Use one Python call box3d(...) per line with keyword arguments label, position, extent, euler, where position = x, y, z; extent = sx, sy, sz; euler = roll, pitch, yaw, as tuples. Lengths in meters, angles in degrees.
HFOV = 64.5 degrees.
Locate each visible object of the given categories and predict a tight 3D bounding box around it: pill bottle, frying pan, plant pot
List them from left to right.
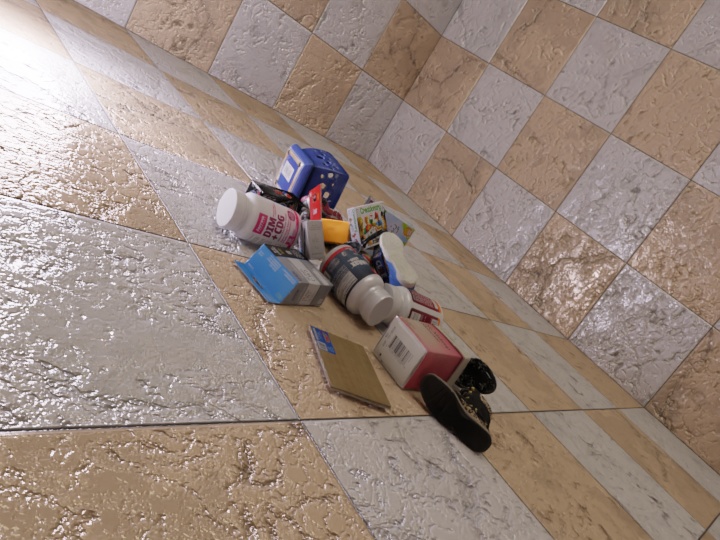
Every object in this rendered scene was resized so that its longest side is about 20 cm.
box3d(label="pill bottle", position=(-0.253, -0.125, 1.428), extent=(0.197, 0.115, 0.114), euler=(20, 21, -42))
box3d(label="plant pot", position=(-0.180, -0.307, 1.964), extent=(0.176, 0.204, 0.201), euler=(14, 25, -37))
box3d(label="frying pan", position=(-0.021, -0.067, 1.682), extent=(0.114, 0.188, 0.032), euler=(22, -34, 53))
box3d(label="pill bottle", position=(-0.008, 0.040, 1.464), extent=(0.200, 0.121, 0.118), euler=(45, 19, 30))
box3d(label="pill bottle", position=(0.124, 0.110, 1.547), extent=(0.197, 0.116, 0.115), euler=(23, 19, -38))

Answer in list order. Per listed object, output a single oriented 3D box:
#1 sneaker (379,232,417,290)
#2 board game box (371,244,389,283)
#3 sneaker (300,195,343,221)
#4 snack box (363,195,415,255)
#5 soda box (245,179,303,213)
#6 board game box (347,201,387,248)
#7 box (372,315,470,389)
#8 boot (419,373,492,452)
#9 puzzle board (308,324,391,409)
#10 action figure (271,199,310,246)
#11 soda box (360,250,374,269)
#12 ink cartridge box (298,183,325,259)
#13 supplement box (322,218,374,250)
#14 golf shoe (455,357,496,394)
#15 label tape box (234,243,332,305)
box3d(label="sneaker", position=(0.097, -0.006, 1.652), extent=(0.074, 0.113, 0.203), euler=(-11, 54, -25))
box3d(label="board game box", position=(0.077, 0.001, 1.776), extent=(0.201, 0.034, 0.139), euler=(-76, 144, -75))
box3d(label="sneaker", position=(-0.122, -0.182, 1.879), extent=(0.073, 0.082, 0.201), euler=(13, -27, 38))
box3d(label="snack box", position=(0.071, -0.137, 2.040), extent=(0.196, 0.171, 0.068), euler=(30, 17, -15))
box3d(label="soda box", position=(-0.263, -0.212, 1.749), extent=(0.071, 0.064, 0.198), euler=(44, 18, 27))
box3d(label="board game box", position=(0.026, -0.142, 1.787), extent=(0.034, 0.131, 0.199), euler=(-6, 9, 29))
box3d(label="box", position=(0.147, 0.200, 1.347), extent=(0.197, 0.111, 0.128), euler=(16, 23, -48))
box3d(label="boot", position=(0.223, 0.300, 1.286), extent=(0.199, 0.074, 0.150), euler=(43, 18, 10))
box3d(label="puzzle board", position=(-0.027, 0.197, 1.166), extent=(0.148, 0.018, 0.201), euler=(26, 18, -29))
box3d(label="action figure", position=(-0.176, -0.129, 1.629), extent=(0.196, 0.104, 0.119), euler=(29, 5, -17))
box3d(label="soda box", position=(0.000, 0.000, 1.696), extent=(0.067, 0.065, 0.201), euler=(32, 15, -9))
box3d(label="ink cartridge box", position=(-0.131, -0.121, 1.468), extent=(0.043, 0.183, 0.200), euler=(-4, 3, -13))
box3d(label="supplement box", position=(-0.039, -0.114, 1.837), extent=(0.122, 0.076, 0.198), euler=(9, 2, 30))
box3d(label="golf shoe", position=(0.277, 0.263, 1.430), extent=(0.094, 0.079, 0.198), euler=(42, -11, -34))
box3d(label="label tape box", position=(-0.173, 0.008, 1.306), extent=(0.143, 0.067, 0.198), euler=(44, 16, 27))
